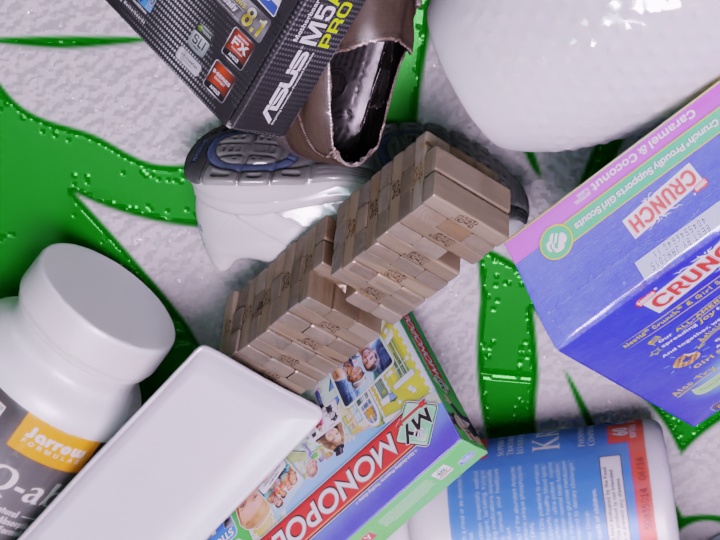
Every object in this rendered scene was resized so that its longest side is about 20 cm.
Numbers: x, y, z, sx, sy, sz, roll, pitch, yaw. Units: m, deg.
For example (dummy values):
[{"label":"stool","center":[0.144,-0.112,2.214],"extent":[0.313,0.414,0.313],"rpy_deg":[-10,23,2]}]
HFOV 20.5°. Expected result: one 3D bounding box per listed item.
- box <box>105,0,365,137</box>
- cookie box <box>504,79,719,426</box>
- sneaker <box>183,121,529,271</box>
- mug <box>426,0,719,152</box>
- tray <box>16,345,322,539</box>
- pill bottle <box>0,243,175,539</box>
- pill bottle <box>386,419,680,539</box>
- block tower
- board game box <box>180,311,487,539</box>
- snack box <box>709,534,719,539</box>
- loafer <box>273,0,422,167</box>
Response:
[{"label":"box","center":[-0.071,-0.192,1.036],"extent":[0.200,0.044,0.161],"rpy_deg":[47,115,32]},{"label":"cookie box","center":[0.198,-0.009,1.080],"extent":[0.171,0.075,0.200],"rpy_deg":[-36,150,16]},{"label":"sneaker","center":[-0.002,-0.036,1.155],"extent":[0.199,0.075,0.087],"rpy_deg":[5,129,5]},{"label":"mug","center":[0.117,-0.161,1.040],"extent":[0.175,0.148,0.200],"rpy_deg":[-28,123,19]},{"label":"tray","center":[-0.123,0.127,1.160],"extent":[0.200,0.022,0.107],"rpy_deg":[-46,130,14]},{"label":"pill bottle","center":[-0.202,0.089,1.183],"extent":[0.116,0.116,0.200],"rpy_deg":[34,110,-10]},{"label":"pill bottle","center":[0.089,0.155,1.192],"extent":[0.199,0.112,0.113],"rpy_deg":[-8,111,6]},{"label":"block tower","center":[0.000,0.000,1.103],"extent":[0.058,0.054,0.200],"rpy_deg":[29,135,-26]},{"label":"board game box","center":[-0.029,0.116,1.178],"extent":[0.200,0.135,0.029],"rpy_deg":[-43,138,17]},{"label":"snack box","center":[0.296,0.193,1.234],"extent":[0.199,0.037,0.116],"rpy_deg":[-29,107,13]},{"label":"loafer","center":[0.008,-0.143,1.063],"extent":[0.073,0.071,0.201],"rpy_deg":[-6,121,-32]}]
